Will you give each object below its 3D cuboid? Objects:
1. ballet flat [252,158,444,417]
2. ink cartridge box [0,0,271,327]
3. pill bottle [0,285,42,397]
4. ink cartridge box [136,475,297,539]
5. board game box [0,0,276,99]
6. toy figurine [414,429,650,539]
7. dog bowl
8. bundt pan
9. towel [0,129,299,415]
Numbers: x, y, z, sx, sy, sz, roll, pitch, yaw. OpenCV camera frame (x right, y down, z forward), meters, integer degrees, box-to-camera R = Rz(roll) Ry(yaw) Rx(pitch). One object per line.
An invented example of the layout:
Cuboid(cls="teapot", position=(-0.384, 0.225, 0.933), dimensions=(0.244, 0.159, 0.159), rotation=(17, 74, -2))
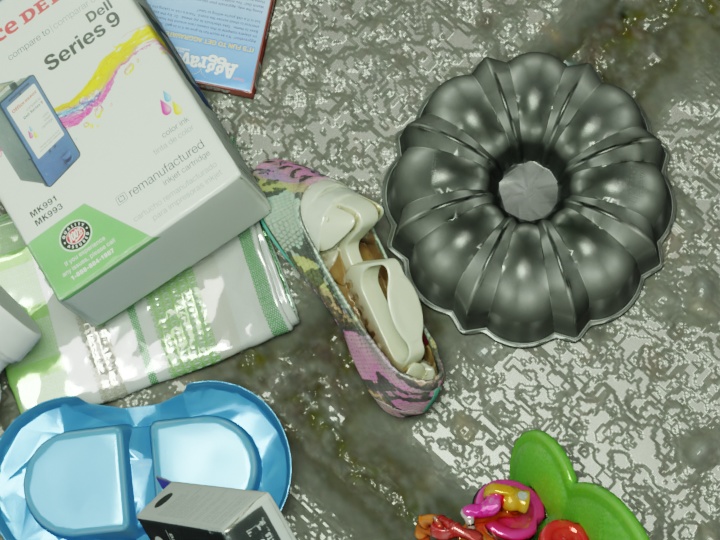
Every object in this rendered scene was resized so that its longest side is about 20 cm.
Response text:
Cuboid(cls="ballet flat", position=(0.000, 0.000, 1.453), dimensions=(0.069, 0.071, 0.201), rotation=(-22, 77, -35))
Cuboid(cls="ink cartridge box", position=(-0.173, -0.090, 1.449), dimensions=(0.145, 0.088, 0.201), rotation=(-33, 71, 3))
Cuboid(cls="pill bottle", position=(-0.305, 0.084, 1.430), dimensions=(0.116, 0.116, 0.200), rotation=(41, 89, 10))
Cuboid(cls="ink cartridge box", position=(-0.057, 0.219, 1.324), dimensions=(0.043, 0.200, 0.199), rotation=(-33, 101, -20))
Cuboid(cls="board game box", position=(-0.159, -0.187, 1.529), dimensions=(0.198, 0.019, 0.104), rotation=(12, 79, 6))
Cuboid(cls="toy figurine", position=(0.065, 0.201, 1.350), dimensions=(0.183, 0.151, 0.201), rotation=(-11, 55, -25))
Cuboid(cls="dog bowl", position=(-0.142, 0.136, 1.450), dimensions=(0.198, 0.050, 0.113), rotation=(-7, 79, 2))
Cuboid(cls="bundt pan", position=(0.110, -0.054, 1.458), dimensions=(0.200, 0.076, 0.204), rotation=(-1, 79, 4))
Cuboid(cls="towel", position=(-0.156, 0.004, 1.486), dimensions=(0.198, 0.031, 0.150), rotation=(-21, 78, 0))
